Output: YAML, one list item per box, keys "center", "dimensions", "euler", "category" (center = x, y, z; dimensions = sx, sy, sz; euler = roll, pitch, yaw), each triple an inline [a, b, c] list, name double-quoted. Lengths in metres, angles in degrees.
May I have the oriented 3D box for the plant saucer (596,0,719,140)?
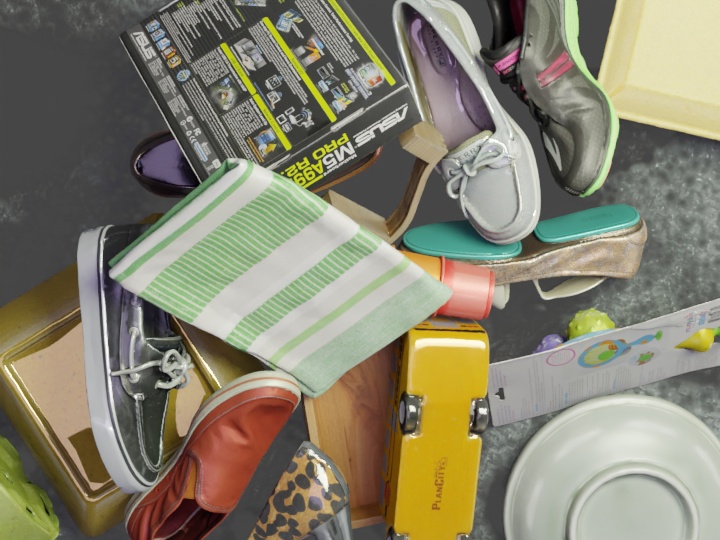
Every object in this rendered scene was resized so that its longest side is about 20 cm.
- center: [0.295, -0.202, 1.009]
  dimensions: [0.199, 0.048, 0.201]
  euler: [12, 97, -3]
  category: "plant saucer"

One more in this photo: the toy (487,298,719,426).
- center: [0.194, 0.060, 1.025]
  dimensions: [0.199, 0.115, 0.047]
  euler: [-13, 58, 2]
  category: "toy"

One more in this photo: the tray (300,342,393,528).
- center: [0.003, 0.102, 1.028]
  dimensions: [0.098, 0.037, 0.201]
  euler: [-10, 102, -8]
  category: "tray"

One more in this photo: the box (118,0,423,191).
- center: [-0.070, -0.143, 0.946]
  dimensions: [0.160, 0.044, 0.200]
  euler: [-32, 55, -2]
  category: "box"

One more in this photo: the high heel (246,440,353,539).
- center: [-0.097, 0.203, 1.020]
  dimensions: [0.199, 0.071, 0.143]
  euler: [-5, 106, 18]
  category: "high heel"

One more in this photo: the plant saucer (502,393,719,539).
- center: [0.217, 0.203, 1.048]
  dimensions: [0.199, 0.050, 0.201]
  euler: [0, 99, -3]
  category: "plant saucer"

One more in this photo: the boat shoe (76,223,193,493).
- center: [-0.160, 0.065, 0.954]
  dimensions: [0.068, 0.074, 0.201]
  euler: [-6, 88, 14]
  category: "boat shoe"

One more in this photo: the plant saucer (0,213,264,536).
- center: [-0.191, 0.089, 1.024]
  dimensions: [0.199, 0.048, 0.201]
  euler: [-31, 96, 3]
  category: "plant saucer"

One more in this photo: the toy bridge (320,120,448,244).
- center: [-0.004, -0.037, 1.000]
  dimensions: [0.067, 0.027, 0.200]
  euler: [25, 125, -37]
  category: "toy bridge"

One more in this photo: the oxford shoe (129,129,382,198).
- center: [-0.080, -0.087, 1.001]
  dimensions: [0.199, 0.073, 0.072]
  euler: [-10, 95, -1]
  category: "oxford shoe"

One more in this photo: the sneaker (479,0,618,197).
- center: [0.133, -0.147, 0.980]
  dimensions: [0.083, 0.077, 0.201]
  euler: [-11, 77, -30]
  category: "sneaker"

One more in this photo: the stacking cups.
- center: [0.000, 0.000, 0.967]
  dimensions: [0.199, 0.061, 0.061]
  euler: [9, 96, -7]
  category: "stacking cups"

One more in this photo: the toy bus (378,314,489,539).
- center: [0.053, 0.139, 0.986]
  dimensions: [0.065, 0.078, 0.201]
  euler: [3, 101, -12]
  category: "toy bus"

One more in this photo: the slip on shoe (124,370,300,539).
- center: [-0.109, 0.153, 0.979]
  dimensions: [0.074, 0.061, 0.200]
  euler: [21, 118, -42]
  category: "slip on shoe"

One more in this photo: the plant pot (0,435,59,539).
- center: [-0.340, 0.210, 0.982]
  dimensions: [0.190, 0.200, 0.200]
  euler: [-36, 96, -7]
  category: "plant pot"

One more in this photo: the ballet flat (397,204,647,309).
- center: [0.130, -0.005, 1.022]
  dimensions: [0.199, 0.068, 0.068]
  euler: [-5, 120, 1]
  category: "ballet flat"

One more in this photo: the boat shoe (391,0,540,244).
- center: [0.076, -0.115, 0.981]
  dimensions: [0.074, 0.065, 0.203]
  euler: [-22, 83, 30]
  category: "boat shoe"

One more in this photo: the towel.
- center: [-0.057, 0.010, 0.911]
  dimensions: [0.200, 0.023, 0.152]
  euler: [34, 124, -31]
  category: "towel"
